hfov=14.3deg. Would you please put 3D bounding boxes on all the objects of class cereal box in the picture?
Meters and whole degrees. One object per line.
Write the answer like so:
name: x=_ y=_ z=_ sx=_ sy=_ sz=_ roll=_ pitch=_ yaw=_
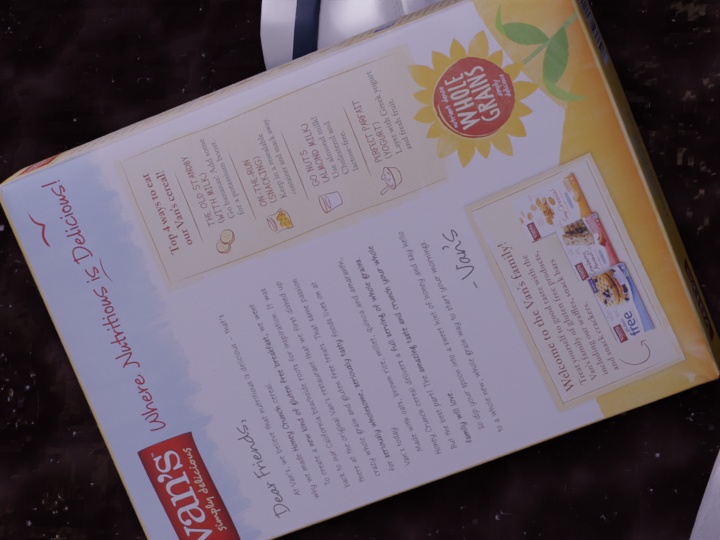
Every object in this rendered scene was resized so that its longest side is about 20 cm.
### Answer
cereal box: x=0.000 y=0.000 z=0.933 sx=0.199 sy=0.040 sz=0.144 roll=-20 pitch=100 yaw=12

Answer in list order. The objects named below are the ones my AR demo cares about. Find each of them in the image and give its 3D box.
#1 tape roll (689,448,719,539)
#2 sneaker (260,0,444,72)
tape roll: x=0.185 y=0.065 z=0.810 sx=0.139 sy=0.203 sz=0.203 roll=22 pitch=88 yaw=19
sneaker: x=0.022 y=-0.149 z=0.964 sx=0.080 sy=0.076 sz=0.201 roll=10 pitch=91 yaw=10
